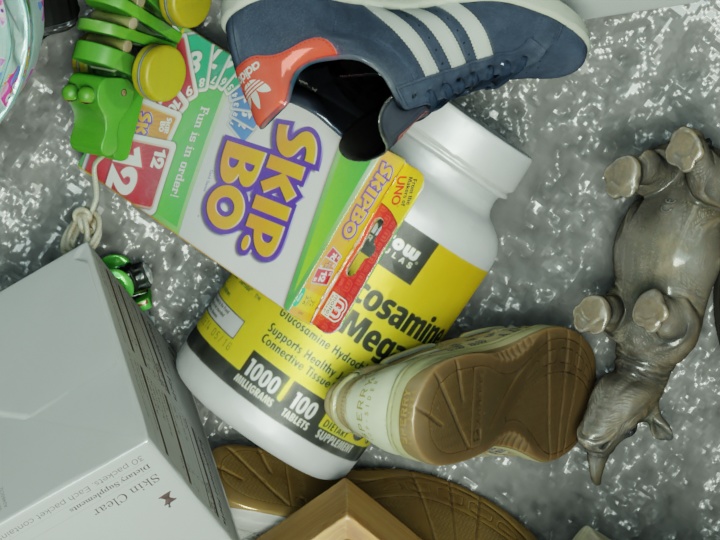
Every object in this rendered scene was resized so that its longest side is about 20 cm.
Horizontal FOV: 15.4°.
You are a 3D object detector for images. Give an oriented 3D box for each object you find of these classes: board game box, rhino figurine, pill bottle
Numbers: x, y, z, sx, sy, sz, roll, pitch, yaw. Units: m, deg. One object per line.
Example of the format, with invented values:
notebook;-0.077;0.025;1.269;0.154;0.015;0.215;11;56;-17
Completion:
board game box;-0.059;-0.051;1.370;0.200;0.030;0.096;33;94;36
rhino figurine;0.154;0.020;1.418;0.060;0.087;0.201;17;98;26
pill bottle;0.000;0.000;1.397;0.112;0.112;0.200;34;96;-4

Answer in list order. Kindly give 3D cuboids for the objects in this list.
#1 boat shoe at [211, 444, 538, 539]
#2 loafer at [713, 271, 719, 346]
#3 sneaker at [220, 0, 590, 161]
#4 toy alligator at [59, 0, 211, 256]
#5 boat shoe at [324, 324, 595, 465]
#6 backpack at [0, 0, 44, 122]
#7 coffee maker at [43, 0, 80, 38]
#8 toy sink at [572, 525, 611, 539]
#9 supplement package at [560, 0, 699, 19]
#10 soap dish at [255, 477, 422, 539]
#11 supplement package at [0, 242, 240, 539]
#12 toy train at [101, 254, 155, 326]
boat shoe;0.001;0.150;1.444;0.199;0.071;0.070;16;123;-10
loafer;0.234;0.065;1.427;0.073;0.071;0.201;-6;97;0
sneaker;0.026;-0.094;1.310;0.199;0.075;0.085;2;66;-24
toy alligator;-0.131;-0.104;1.391;0.059;0.054;0.201;13;80;41
boat shoe;0.059;0.062;1.383;0.062;0.200;0.074;7;92;33
backpack;-0.251;-0.124;1.256;0.199;0.127;0.168;23;106;-2
coffee maker;-0.197;-0.216;1.350;0.191;0.135;0.201;-4;105;16
toy sink;0.129;0.263;1.411;0.130;0.112;0.200;33;95;-23
supplement package;0.073;-0.195;1.358;0.199;0.117;0.118;-8;73;0
soap dish;-0.025;0.208;1.393;0.200;0.081;0.157;-36;119;25
supplement package;-0.183;0.114;1.362;0.199;0.156;0.111;-30;133;6
toy train;-0.200;0.050;1.440;0.199;0.042;0.057;-21;106;2
